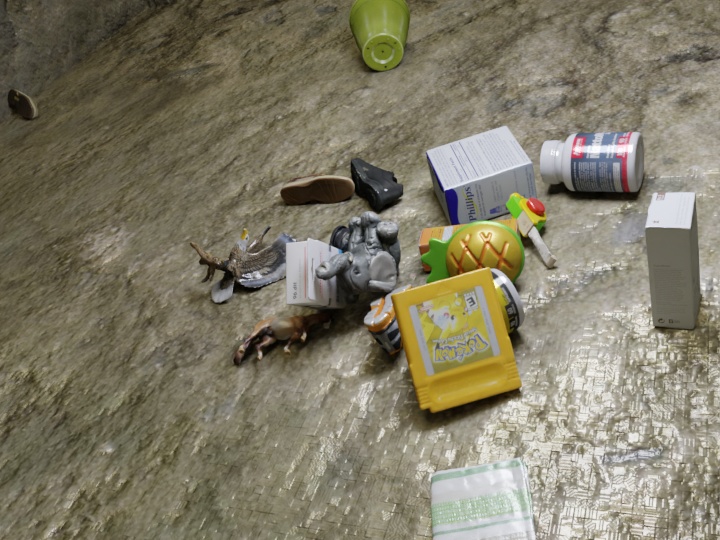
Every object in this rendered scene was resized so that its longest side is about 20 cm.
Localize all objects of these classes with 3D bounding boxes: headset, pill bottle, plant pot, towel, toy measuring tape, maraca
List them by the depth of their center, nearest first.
[{"bbox_3d":[0.172,0.359,1.142,0.146,0.031,0.202,-13,37,12],"label":"towel"},{"bbox_3d":[0.175,0.091,1.422,0.197,0.116,0.114,-28,36,-13],"label":"pill bottle"},{"bbox_3d":[0.212,-0.019,1.546,0.196,0.140,0.107,-12,6,20],"label":"maraca"},{"bbox_3d":[0.354,-0.082,1.633,0.072,0.074,0.202,-21,51,-5],"label":"toy measuring tape"},{"bbox_3d":[0.481,-0.225,1.707,0.196,0.121,0.120,3,40,29],"label":"pill bottle"},{"bbox_3d":[-0.025,-0.036,1.746,0.196,0.096,0.123,-14,28,-21],"label":"headset"},{"bbox_3d":[0.063,-0.727,2.538,0.196,0.202,0.196,-11,47,10],"label":"plant pot"}]

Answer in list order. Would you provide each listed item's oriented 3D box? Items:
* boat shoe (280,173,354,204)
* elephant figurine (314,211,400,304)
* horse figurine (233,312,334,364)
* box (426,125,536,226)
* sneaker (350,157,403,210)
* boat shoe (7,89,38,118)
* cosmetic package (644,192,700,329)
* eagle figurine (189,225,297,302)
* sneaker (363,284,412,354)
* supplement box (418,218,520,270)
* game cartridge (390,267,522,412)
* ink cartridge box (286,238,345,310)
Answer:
[{"bbox_3d":[-0.099,-0.209,1.997,0.196,0.073,0.073,-7,37,27],"label":"boat shoe"},{"bbox_3d":[0.000,0.000,1.572,0.152,0.143,0.202,23,51,0],"label":"elephant figurine"},{"bbox_3d":[-0.156,0.124,1.579,0.196,0.051,0.133,-14,22,17],"label":"horse figurine"},{"bbox_3d":[0.262,-0.205,1.791,0.196,0.106,0.185,-17,35,1],"label":"box"},{"bbox_3d":[0.037,-0.210,1.945,0.089,0.077,0.201,-18,40,-17],"label":"sneaker"},{"bbox_3d":[-1.256,-0.629,3.098,0.199,0.073,0.075,41,19,33],"label":"boat shoe"},{"bbox_3d":[0.511,-0.015,1.334,0.073,0.203,0.102,3,40,27],"label":"cosmetic package"},{"bbox_3d":[-0.249,-0.028,1.796,0.197,0.151,0.154,-7,67,-40],"label":"eagle figurine"},{"bbox_3d":[0.060,0.088,1.521,0.077,0.078,0.200,-23,12,26],"label":"sneaker"},{"bbox_3d":[0.219,-0.050,1.632,0.195,0.068,0.069,-7,31,17],"label":"supplement box"},{"bbox_3d":[0.156,0.115,1.340,0.172,0.204,0.032,-15,-7,-3],"label":"game cartridge"},{"bbox_3d":[-0.091,0.010,1.562,0.066,0.119,0.200,-4,-8,17],"label":"ink cartridge box"}]
